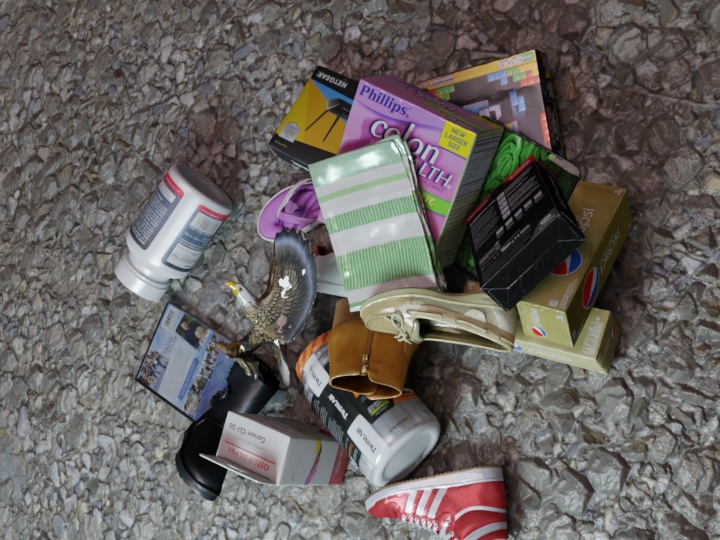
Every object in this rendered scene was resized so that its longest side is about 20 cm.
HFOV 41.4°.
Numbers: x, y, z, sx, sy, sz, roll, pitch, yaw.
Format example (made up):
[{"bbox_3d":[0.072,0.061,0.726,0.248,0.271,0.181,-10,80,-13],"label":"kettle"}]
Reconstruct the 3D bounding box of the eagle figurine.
[{"bbox_3d":[-0.122,0.045,1.336,0.151,0.151,0.201,34,80,34],"label":"eagle figurine"}]

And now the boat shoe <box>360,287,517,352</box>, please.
[{"bbox_3d":[0.093,0.067,1.179,0.197,0.074,0.064,3,60,11],"label":"boat shoe"}]

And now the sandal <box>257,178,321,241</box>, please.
[{"bbox_3d":[-0.082,-0.104,1.447,0.200,0.050,0.084,-19,70,25],"label":"sandal"}]

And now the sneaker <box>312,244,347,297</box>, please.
[{"bbox_3d":[0.000,0.000,1.361,0.198,0.072,0.086,10,88,34],"label":"sneaker"}]

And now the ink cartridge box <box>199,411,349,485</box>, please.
[{"bbox_3d":[-0.113,0.244,1.305,0.115,0.199,0.069,15,88,32],"label":"ink cartridge box"}]

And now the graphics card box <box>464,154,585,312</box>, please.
[{"bbox_3d":[0.190,-0.049,1.135,0.125,0.051,0.201,-45,17,18],"label":"graphics card box"}]

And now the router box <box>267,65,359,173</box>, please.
[{"bbox_3d":[-0.021,-0.202,1.412,0.199,0.051,0.150,28,83,32],"label":"router box"}]

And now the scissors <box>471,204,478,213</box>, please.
[{"bbox_3d":[0.176,-0.069,1.252,0.201,0.014,0.073,51,121,12],"label":"scissors"}]

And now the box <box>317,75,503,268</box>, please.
[{"bbox_3d":[0.062,-0.125,1.240,0.174,0.096,0.203,29,114,21],"label":"box"}]

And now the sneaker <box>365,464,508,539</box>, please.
[{"bbox_3d":[0.099,0.326,1.233,0.198,0.071,0.114,-19,67,25],"label":"sneaker"}]

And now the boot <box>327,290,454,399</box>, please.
[{"bbox_3d":[0.056,0.101,1.247,0.197,0.071,0.146,-1,49,0],"label":"boot"}]

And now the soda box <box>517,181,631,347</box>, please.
[{"bbox_3d":[0.259,-0.012,1.144,0.063,0.068,0.201,13,56,32],"label":"soda box"}]

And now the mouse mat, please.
[{"bbox_3d":[0.181,-0.081,1.256,0.160,0.008,0.202,32,112,20],"label":"mouse mat"}]

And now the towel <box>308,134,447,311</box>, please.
[{"bbox_3d":[0.019,-0.056,1.212,0.151,0.023,0.203,-14,95,33],"label":"towel"}]

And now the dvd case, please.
[{"bbox_3d":[-0.271,0.156,1.531,0.198,0.017,0.144,27,95,32],"label":"dvd case"}]

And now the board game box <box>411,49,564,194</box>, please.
[{"bbox_3d":[0.165,-0.188,1.285,0.197,0.056,0.168,-11,89,30],"label":"board game box"}]

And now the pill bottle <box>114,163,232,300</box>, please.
[{"bbox_3d":[-0.306,-0.058,1.538,0.120,0.119,0.201,44,103,30],"label":"pill bottle"}]

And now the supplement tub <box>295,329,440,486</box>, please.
[{"bbox_3d":[0.005,0.180,1.292,0.123,0.122,0.200,-52,59,12],"label":"supplement tub"}]

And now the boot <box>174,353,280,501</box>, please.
[{"bbox_3d":[-0.188,0.217,1.377,0.169,0.076,0.200,-51,16,8],"label":"boot"}]

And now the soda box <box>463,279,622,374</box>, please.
[{"bbox_3d":[0.223,0.070,1.206,0.198,0.068,0.065,14,76,33],"label":"soda box"}]
